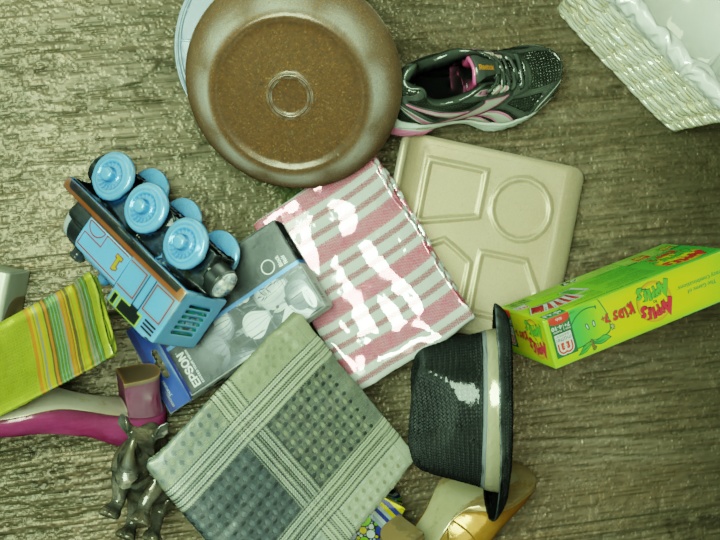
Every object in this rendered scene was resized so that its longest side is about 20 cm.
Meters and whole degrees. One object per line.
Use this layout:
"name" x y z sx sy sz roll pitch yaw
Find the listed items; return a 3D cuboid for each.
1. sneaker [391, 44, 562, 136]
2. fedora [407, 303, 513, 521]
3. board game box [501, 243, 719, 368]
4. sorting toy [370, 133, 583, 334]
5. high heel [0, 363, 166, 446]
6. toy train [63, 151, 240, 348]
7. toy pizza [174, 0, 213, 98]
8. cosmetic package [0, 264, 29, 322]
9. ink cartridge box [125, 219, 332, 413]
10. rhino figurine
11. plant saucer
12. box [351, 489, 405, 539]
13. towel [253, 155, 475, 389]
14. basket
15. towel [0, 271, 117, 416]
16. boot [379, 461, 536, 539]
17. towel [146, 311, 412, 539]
"sneaker" 0.113 -0.177 0.831 0.198 0.086 0.081 -19 85 -17
"fedora" 0.090 0.129 0.797 0.090 0.201 0.204 0 92 5
"board game box" 0.245 0.030 0.838 0.198 0.102 0.048 -20 99 -12
"sorting toy" 0.118 -0.029 0.881 0.197 0.036 0.188 11 91 -9
"high heel" -0.280 0.151 0.813 0.197 0.068 0.097 -6 118 -20
"toy train" -0.200 -0.023 0.802 0.199 0.087 0.115 40 96 22
"toy pizza" -0.084 -0.219 0.860 0.197 0.032 0.203 0 92 -5
"cosmetic package" -0.392 0.089 0.828 0.104 0.071 0.203 13 91 -5
"ink cartridge box" -0.134 0.047 0.837 0.199 0.039 0.100 -35 82 8
"rhino figurine" -0.199 0.185 0.788 0.059 0.201 0.088 15 60 1
"plant saucer" -0.061 -0.160 0.771 0.197 0.037 0.203 1 118 2
"box" -0.059 0.208 0.858 0.198 0.064 0.071 30 89 -5
"towel" 0.000 0.000 0.839 0.145 0.030 0.201 -33 81 12
"basket" 0.322 -0.267 0.821 0.200 0.161 0.198 43 89 -5
"towel" -0.307 0.081 0.752 0.198 0.018 0.087 -28 60 3
"boot" 0.093 0.286 0.872 0.199 0.071 0.146 -19 122 -31
"towel" -0.064 0.171 0.778 0.200 0.034 0.193 -44 103 -26
